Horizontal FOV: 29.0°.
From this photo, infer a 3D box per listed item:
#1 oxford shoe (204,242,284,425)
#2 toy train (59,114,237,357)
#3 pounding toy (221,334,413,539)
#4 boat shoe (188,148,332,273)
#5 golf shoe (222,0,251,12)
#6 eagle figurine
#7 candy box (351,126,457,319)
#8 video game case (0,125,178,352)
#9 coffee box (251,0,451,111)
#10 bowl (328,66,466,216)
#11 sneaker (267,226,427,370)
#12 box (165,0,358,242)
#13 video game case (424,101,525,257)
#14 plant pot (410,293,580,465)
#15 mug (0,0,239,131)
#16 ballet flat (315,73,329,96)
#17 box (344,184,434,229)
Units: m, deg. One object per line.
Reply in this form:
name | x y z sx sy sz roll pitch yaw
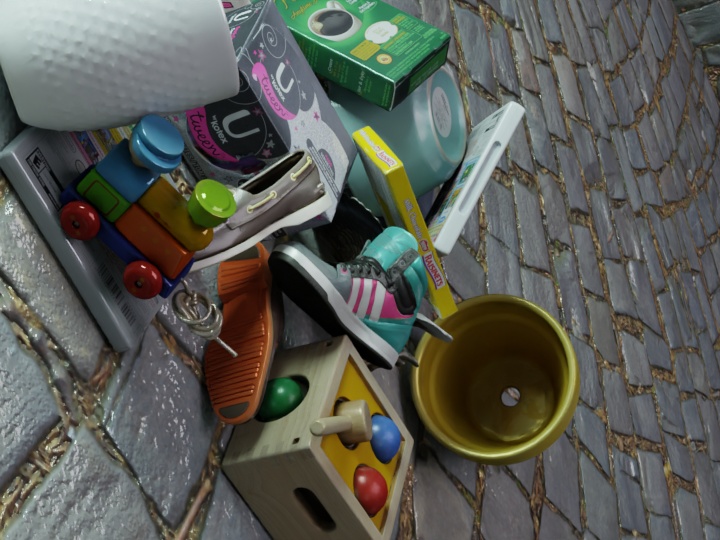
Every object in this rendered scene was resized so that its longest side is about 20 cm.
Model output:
oxford shoe | -0.100 0.067 1.338 0.073 0.071 0.201 52 33 -46
toy train | -0.140 -0.028 1.143 0.200 0.116 0.085 44 36 -8
pounding toy | -0.032 0.167 1.334 0.200 0.142 0.184 59 30 -30
boat shoe | -0.111 -0.052 1.273 0.200 0.072 0.060 -29 108 -36
golf shoe | -0.144 -0.290 1.415 0.200 0.092 0.073 46 37 -47
eagle figurine | 0.002 0.010 1.511 0.151 0.151 0.201 3 77 -42
candy box | 0.048 -0.050 1.483 0.102 0.026 0.200 50 -14 53
video game case | -0.220 -0.059 1.220 0.200 0.022 0.182 62 29 -23
coffee box | -0.015 -0.258 1.523 0.123 0.200 0.044 -45 156 -40
bowl | 0.054 -0.168 1.591 0.201 0.105 0.202 -7 90 -65
sneaker | 0.000 0.000 1.373 0.200 0.083 0.121 46 68 -42
box | -0.103 -0.146 1.391 0.200 0.114 0.132 58 30 -30
video game case | 0.116 -0.095 1.583 0.183 0.024 0.200 -62 -175 -5
plant pot | 0.176 0.146 1.724 0.189 0.200 0.202 47 34 -71
mug | -0.212 -0.199 1.148 0.200 0.175 0.148 -125 -160 -58
ballet flat | -0.039 -0.253 1.628 0.201 0.072 0.072 65 28 -20
box | 0.034 -0.120 1.722 0.158 0.051 0.201 55 33 -37
